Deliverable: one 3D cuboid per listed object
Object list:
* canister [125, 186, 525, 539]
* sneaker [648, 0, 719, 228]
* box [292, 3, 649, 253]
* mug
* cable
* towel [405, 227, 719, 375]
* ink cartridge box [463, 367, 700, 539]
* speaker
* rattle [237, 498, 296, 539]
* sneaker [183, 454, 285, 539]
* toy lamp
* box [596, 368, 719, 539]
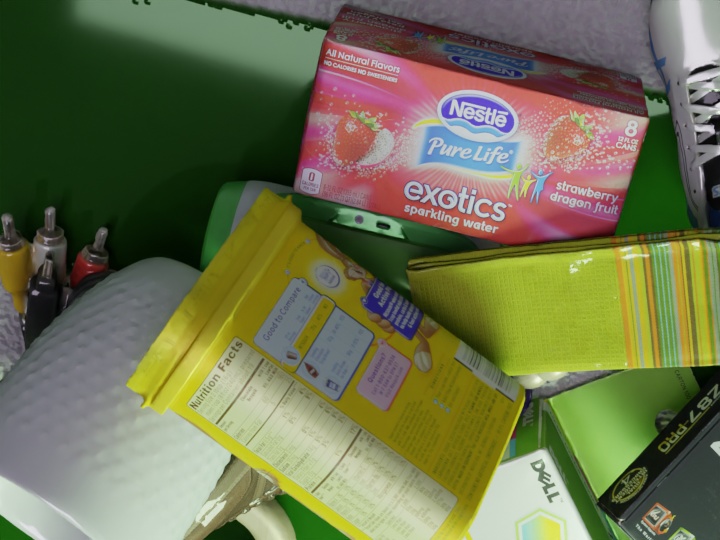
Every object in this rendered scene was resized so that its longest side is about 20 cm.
[{"bbox_3d":[-0.014,0.066,0.827,0.199,0.149,0.087,36,136,-4],"label":"canister"},{"bbox_3d":[0.223,-0.083,0.870,0.071,0.073,0.202,-14,108,15],"label":"sneaker"},{"bbox_3d":[0.067,-0.084,0.877,0.198,0.096,0.101,14,113,2],"label":"box"},{"bbox_3d":[-0.157,0.091,0.919,0.147,0.176,0.200,39,156,-13],"label":"mug"},{"bbox_3d":[-0.220,0.048,1.014,0.096,0.051,0.201,10,127,-15],"label":"cable"},{"bbox_3d":[0.128,0.024,0.850,0.198,0.018,0.087,-5,113,19],"label":"towel"},{"bbox_3d":[0.154,0.161,0.977,0.198,0.076,0.149,-23,108,17],"label":"ink cartridge box"},{"bbox_3d":[0.000,0.000,0.928,0.198,0.089,0.089,13,114,2],"label":"speaker"},{"bbox_3d":[-0.127,0.188,0.998,0.129,0.143,0.202,3,120,26],"label":"rattle"},{"bbox_3d":[-0.061,0.128,0.965,0.200,0.070,0.076,-47,117,-4],"label":"sneaker"},{"bbox_3d":[0.159,0.041,0.906,0.199,0.058,0.058,-27,108,37],"label":"toy lamp"},{"bbox_3d":[0.279,0.166,0.948,0.161,0.049,0.200,-45,103,-3],"label":"box"}]
